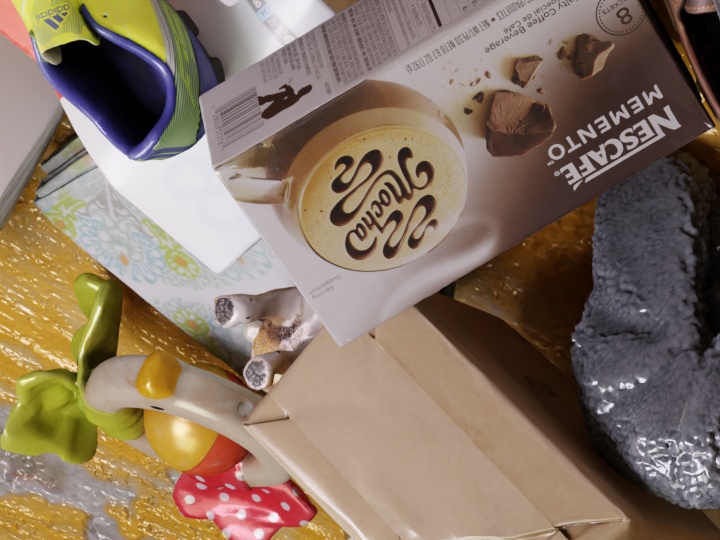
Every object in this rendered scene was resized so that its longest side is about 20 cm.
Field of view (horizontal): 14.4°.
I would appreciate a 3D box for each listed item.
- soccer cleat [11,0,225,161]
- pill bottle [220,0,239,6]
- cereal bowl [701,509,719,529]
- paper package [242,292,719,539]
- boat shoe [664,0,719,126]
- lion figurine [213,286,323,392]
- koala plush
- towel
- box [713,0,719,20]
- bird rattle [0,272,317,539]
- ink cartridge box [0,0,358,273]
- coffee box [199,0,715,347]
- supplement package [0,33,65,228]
[{"bbox_3d":[-0.141,-0.137,1.346,0.065,0.084,0.200,-37,94,32],"label":"soccer cleat"},{"bbox_3d":[-0.112,-0.211,1.277,0.200,0.112,0.111,37,145,-14],"label":"pill bottle"},{"bbox_3d":[0.141,0.146,1.584,0.200,0.083,0.200,19,145,14],"label":"cereal bowl"},{"bbox_3d":[0.067,0.103,1.399,0.191,0.104,0.200,44,-172,22],"label":"paper package"},{"bbox_3d":[0.161,-0.133,1.225,0.070,0.070,0.200,-1,135,34],"label":"boat shoe"},{"bbox_3d":[0.000,0.000,1.430,0.200,0.122,0.073,-45,68,30],"label":"lion figurine"},{"bbox_3d":[0.208,0.065,1.375,0.177,0.184,0.200,1,149,34],"label":"koala plush"},{"bbox_3d":[-0.067,-0.020,1.551,0.200,0.048,0.171,40,146,-16],"label":"towel"},{"bbox_3d":[0.242,-0.126,1.132,0.199,0.050,0.158,-13,132,14],"label":"box"},{"bbox_3d":[-0.100,0.096,1.632,0.200,0.113,0.163,38,158,-19],"label":"bird rattle"},{"bbox_3d":[-0.089,-0.113,1.398,0.200,0.047,0.160,39,123,-16],"label":"ink cartridge box"},{"bbox_3d":[0.042,-0.072,1.282,0.200,0.080,0.113,-30,119,8],"label":"coffee box"},{"bbox_3d":[-0.242,-0.062,1.554,0.117,0.117,0.200,32,145,-4],"label":"supplement package"}]
